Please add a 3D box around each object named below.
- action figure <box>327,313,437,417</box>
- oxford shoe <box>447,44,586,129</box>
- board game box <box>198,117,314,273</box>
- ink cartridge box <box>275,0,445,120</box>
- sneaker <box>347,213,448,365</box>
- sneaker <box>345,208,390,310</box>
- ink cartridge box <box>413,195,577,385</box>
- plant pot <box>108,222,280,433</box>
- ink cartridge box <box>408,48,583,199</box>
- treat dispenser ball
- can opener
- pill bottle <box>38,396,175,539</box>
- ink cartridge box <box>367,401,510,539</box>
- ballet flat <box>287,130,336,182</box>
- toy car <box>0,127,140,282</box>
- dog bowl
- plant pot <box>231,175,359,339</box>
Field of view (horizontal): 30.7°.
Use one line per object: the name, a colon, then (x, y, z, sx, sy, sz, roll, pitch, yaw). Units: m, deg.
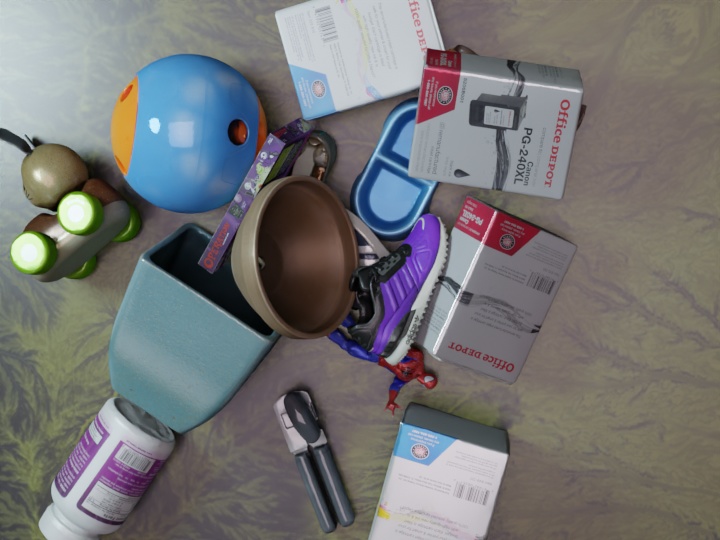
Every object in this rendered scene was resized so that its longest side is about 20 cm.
action figure: (0.009, 0.116, 1.727, 0.199, 0.099, 0.066, 27, 118, 0)
oxford shoe: (0.202, -0.240, 1.698, 0.199, 0.071, 0.073, 34, 93, -9)
board game box: (-0.132, -0.096, 1.670, 0.032, 0.120, 0.201, 35, 111, 8)
ink cartridge box: (0.007, -0.291, 1.699, 0.198, 0.085, 0.146, -15, 94, 7)
sneaker: (0.040, 0.009, 1.657, 0.099, 0.069, 0.202, 25, 74, -17)
sneaker: (0.000, 0.000, 1.724, 0.084, 0.075, 0.200, -43, 90, -7)
ink cartridge box: (0.168, 0.027, 1.682, 0.144, 0.083, 0.202, 20, 97, -31)
plant pot: (-0.216, 0.090, 1.705, 0.195, 0.196, 0.201, 32, 109, 2)
ink cartridge box: (0.168, -0.181, 1.623, 0.198, 0.084, 0.147, 8, 113, 1)
treat dispenser ball: (-0.218, -0.174, 1.669, 0.198, 0.201, 0.203, 0, 95, 5)
can opener: (-0.064, 0.259, 1.760, 0.053, 0.067, 0.202, -20, 93, 7)
pill bottle: (-0.346, 0.281, 1.765, 0.112, 0.112, 0.201, 35, 97, 1)
ink cartridge box: (0.099, 0.299, 1.710, 0.146, 0.145, 0.202, 16, 96, 4)
ballet flat: (-0.088, -0.091, 1.734, 0.067, 0.064, 0.202, 21, 97, 8)
toy car: (-0.411, -0.102, 1.721, 0.157, 0.164, 0.201, -38, 81, 7)
dog bowl: (0.059, -0.132, 1.725, 0.111, 0.050, 0.201, 28, 97, 2)
plant pot: (-0.097, -0.013, 1.633, 0.092, 0.200, 0.203, -7, 95, 37)
